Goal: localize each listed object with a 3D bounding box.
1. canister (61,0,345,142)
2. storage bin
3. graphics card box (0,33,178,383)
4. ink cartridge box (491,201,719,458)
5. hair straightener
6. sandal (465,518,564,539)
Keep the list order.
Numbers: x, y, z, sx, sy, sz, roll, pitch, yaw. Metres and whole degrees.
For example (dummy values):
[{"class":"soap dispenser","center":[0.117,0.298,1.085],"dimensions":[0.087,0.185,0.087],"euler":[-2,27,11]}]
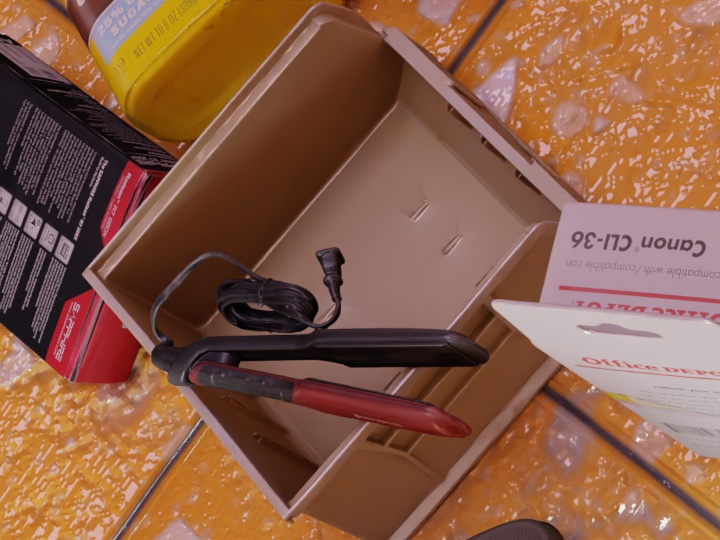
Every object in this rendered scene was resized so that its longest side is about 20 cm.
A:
[{"class":"canister","center":[-0.106,-0.186,1.551],"dimensions":[0.148,0.086,0.200],"euler":[-41,54,14]},{"class":"storage bin","center":[0.000,0.000,1.386],"dimensions":[0.199,0.094,0.200],"euler":[-49,50,7]},{"class":"graphics card box","center":[-0.178,-0.038,1.537],"dimensions":[0.200,0.051,0.126],"euler":[34,110,39]},{"class":"ink cartridge box","center":[0.155,0.024,1.197],"dimensions":[0.116,0.200,0.068],"euler":[4,72,36]},{"class":"hair straightener","center":[-0.023,0.028,1.312],"dimensions":[0.200,0.041,0.077],"euler":[6,73,41]},{"class":"sandal","center":[0.009,0.174,1.326],"dimensions":[0.200,0.055,0.082],"euler":[-22,59,26]}]
